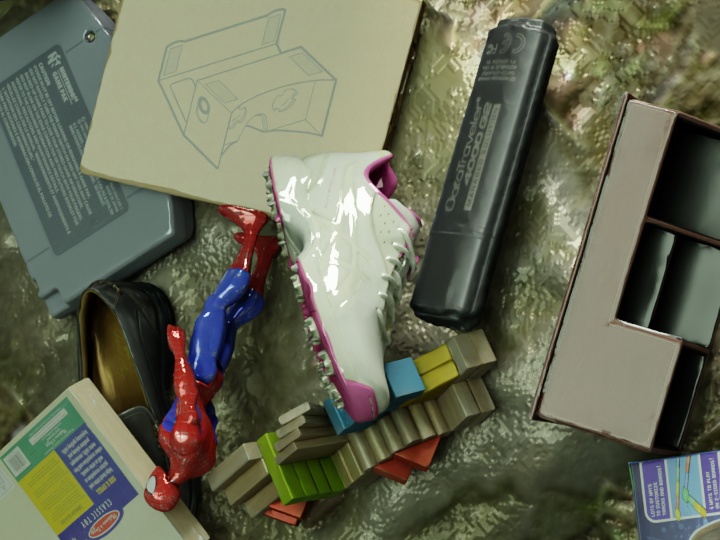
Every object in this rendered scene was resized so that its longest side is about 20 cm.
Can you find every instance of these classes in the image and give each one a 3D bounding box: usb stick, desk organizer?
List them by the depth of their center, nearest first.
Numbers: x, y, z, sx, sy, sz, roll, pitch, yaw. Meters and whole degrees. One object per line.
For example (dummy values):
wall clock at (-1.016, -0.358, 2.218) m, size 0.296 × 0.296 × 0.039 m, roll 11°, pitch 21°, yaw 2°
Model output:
desk organizer at (0.173, 0.005, 1.312) m, size 0.077 × 0.072 × 0.201 m, roll 16°, pitch 90°, yaw 24°
usb stick at (0.077, -0.060, 1.373) m, size 0.055 × 0.033 × 0.201 m, roll 6°, pitch 76°, yaw 49°

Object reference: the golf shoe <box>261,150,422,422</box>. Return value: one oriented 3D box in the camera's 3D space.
golf shoe at (0.000, 0.000, 1.349) m, size 0.091 × 0.075 × 0.201 m, roll -14°, pitch 55°, yaw -3°

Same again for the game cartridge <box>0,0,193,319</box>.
game cartridge at (-0.193, -0.084, 1.519) m, size 0.133 × 0.040 × 0.201 m, roll -32°, pitch 70°, yaw 22°

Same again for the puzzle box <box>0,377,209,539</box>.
puzzle box at (-0.202, 0.178, 1.444) m, size 0.200 × 0.025 × 0.133 m, roll -41°, pitch 83°, yaw 30°

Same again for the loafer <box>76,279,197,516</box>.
loafer at (-0.157, 0.104, 1.453) m, size 0.073 × 0.072 × 0.201 m, roll -16°, pitch 77°, yaw 21°

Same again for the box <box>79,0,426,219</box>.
box at (-0.072, -0.119, 1.448) m, size 0.199 × 0.021 × 0.164 m, roll 14°, pitch 89°, yaw 12°

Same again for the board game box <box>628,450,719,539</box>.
board game box at (0.233, 0.201, 1.273) m, size 0.135 × 0.034 × 0.201 m, roll -10°, pitch 78°, yaw 25°

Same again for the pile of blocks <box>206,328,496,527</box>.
pile of blocks at (0.000, 0.109, 1.372) m, size 0.200 × 0.082 × 0.062 m, roll -31°, pitch 70°, yaw 18°

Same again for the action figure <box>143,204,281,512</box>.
action figure at (-0.100, 0.059, 1.408) m, size 0.051 × 0.065 × 0.201 m, roll 9°, pitch 66°, yaw 12°
